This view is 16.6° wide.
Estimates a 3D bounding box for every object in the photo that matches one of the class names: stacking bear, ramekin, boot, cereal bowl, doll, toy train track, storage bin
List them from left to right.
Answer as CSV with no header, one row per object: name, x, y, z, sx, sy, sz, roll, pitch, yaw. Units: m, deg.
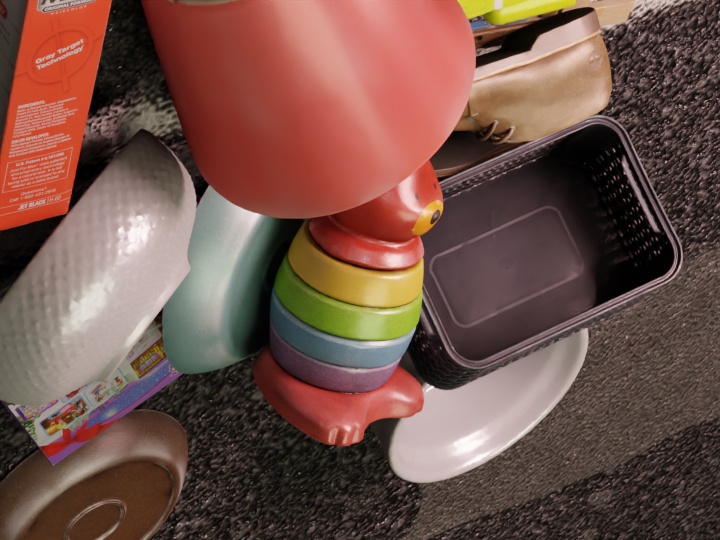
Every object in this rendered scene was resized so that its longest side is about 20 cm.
cereal bowl,-0.170,0.010,1.607,0.201,0.083,0.200,-52,-176,5
stacking bear,0.000,0.000,1.715,0.121,0.113,0.201,-21,134,-51
boot,0.058,-0.086,1.840,0.199,0.074,0.076,-16,150,-39
ramekin,0.082,0.073,2.050,0.199,0.098,0.201,-27,148,-18
boot,0.088,-0.116,1.752,0.199,0.074,0.076,-22,105,-11
toy train track,0.109,-0.185,1.799,0.199,0.033,0.115,-13,149,-28
doll,0.119,-0.029,1.934,0.200,0.136,0.049,-39,128,-33
storage bin,0.119,-0.012,1.825,0.199,0.136,0.094,-24,174,-15

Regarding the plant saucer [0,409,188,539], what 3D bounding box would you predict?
plant saucer,-0.216,0.191,1.952,0.199,0.032,0.201,-28,150,-18

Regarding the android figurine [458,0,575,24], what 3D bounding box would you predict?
android figurine,0.110,-0.242,1.681,0.198,0.041,0.183,-18,137,-12

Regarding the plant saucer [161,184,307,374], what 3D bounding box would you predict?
plant saucer,-0.070,-0.012,1.747,0.200,0.036,0.201,-52,157,-33

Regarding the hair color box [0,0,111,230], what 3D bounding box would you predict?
hair color box,-0.204,-0.130,1.454,0.061,0.102,0.201,-16,144,-30

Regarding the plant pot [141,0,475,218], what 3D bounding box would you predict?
plant pot,-0.046,-0.163,1.516,0.200,0.201,0.178,-36,140,-4

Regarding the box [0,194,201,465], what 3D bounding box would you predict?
box,-0.172,0.045,1.790,0.199,0.039,0.137,-35,150,-7
